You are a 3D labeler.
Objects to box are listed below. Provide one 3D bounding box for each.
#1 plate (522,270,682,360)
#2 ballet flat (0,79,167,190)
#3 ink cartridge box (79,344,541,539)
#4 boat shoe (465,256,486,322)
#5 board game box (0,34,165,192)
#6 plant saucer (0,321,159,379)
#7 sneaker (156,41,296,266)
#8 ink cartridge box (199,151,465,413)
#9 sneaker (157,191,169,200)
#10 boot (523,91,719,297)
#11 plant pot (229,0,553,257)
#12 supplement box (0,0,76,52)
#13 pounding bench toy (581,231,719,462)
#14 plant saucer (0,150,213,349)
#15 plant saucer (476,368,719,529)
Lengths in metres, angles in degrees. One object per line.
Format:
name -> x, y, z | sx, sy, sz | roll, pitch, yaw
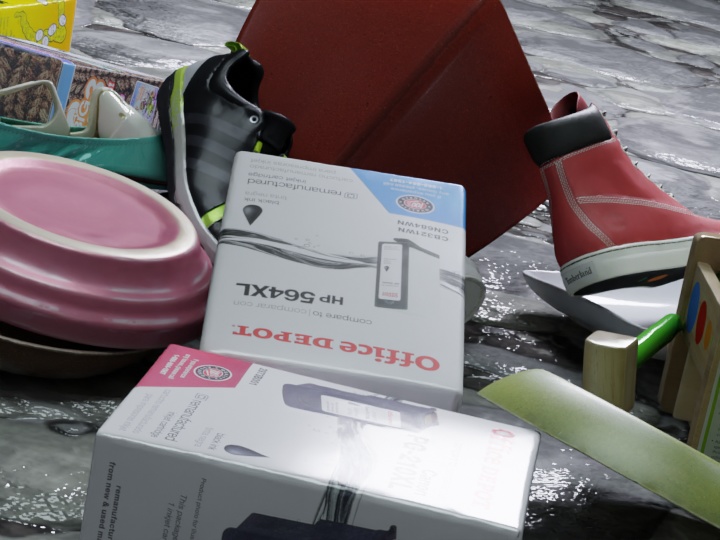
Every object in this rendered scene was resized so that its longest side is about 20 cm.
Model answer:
plate -> 0.242, 0.037, 1.474 | 0.200, 0.032, 0.200 | 4, 11, -23
ballet flat -> -0.197, -0.093, 1.392 | 0.200, 0.070, 0.067 | 2, 12, -20
ink cartridge box -> -0.019, 0.113, 0.986 | 0.200, 0.084, 0.145 | 13, 16, 5
boat shoe -> 0.023, 0.033, 1.329 | 0.069, 0.071, 0.200 | 34, 28, 33
board game box -> -0.252, -0.121, 1.540 | 0.159, 0.097, 0.200 | 17, 6, 21
plant saucer -> -0.208, 0.016, 1.244 | 0.200, 0.037, 0.200 | 17, 20, -6
sneaker -> -0.082, -0.075, 1.364 | 0.072, 0.083, 0.200 | 40, 28, -53
ink cartridge box -> -0.016, 0.028, 1.173 | 0.146, 0.084, 0.200 | 9, 35, -4
sneaker -> -0.197, -0.032, 1.406 | 0.104, 0.060, 0.200 | 24, 24, 27
boot -> 0.199, -0.061, 1.472 | 0.072, 0.144, 0.200 | -26, -16, 40
plant pot -> 0.003, -0.098, 1.480 | 0.200, 0.200, 0.176 | 26, 67, 39
supplement box -> -0.344, -0.186, 1.745 | 0.109, 0.110, 0.200 | 17, 17, 20
pounding bench toy -> 0.229, 0.052, 1.283 | 0.200, 0.124, 0.156 | 10, 16, -3
plant saucer -> -0.177, -0.020, 1.243 | 0.200, 0.051, 0.201 | 18, 19, -6
plant saucer -> 0.157, 0.101, 1.097 | 0.200, 0.031, 0.200 | 28, 0, 0
